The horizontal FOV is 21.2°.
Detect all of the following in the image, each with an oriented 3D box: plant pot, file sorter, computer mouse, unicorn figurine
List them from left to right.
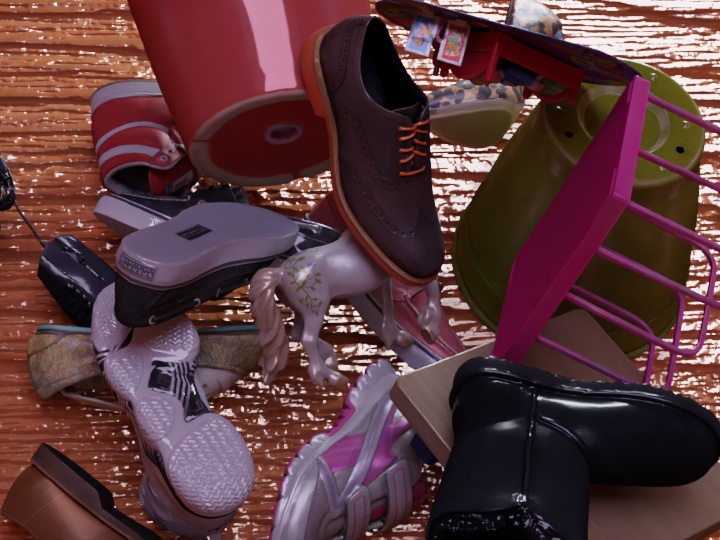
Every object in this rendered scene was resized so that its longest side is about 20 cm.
[{"bbox_3d":[-0.240,-0.031,1.482,0.200,0.034,0.059,51,43,-7],"label":"computer mouse"},{"bbox_3d":[-0.076,-0.175,1.491,0.200,0.201,0.178,-6,63,-14],"label":"plant pot"},{"bbox_3d":[0.000,0.000,1.431,0.200,0.074,0.138,-27,102,-40],"label":"unicorn figurine"},{"bbox_3d":[0.186,-0.059,1.527,0.199,0.193,0.201,4,54,-6],"label":"plant pot"},{"bbox_3d":[0.195,-0.003,1.367,0.125,0.200,0.139,25,42,-6],"label":"file sorter"}]

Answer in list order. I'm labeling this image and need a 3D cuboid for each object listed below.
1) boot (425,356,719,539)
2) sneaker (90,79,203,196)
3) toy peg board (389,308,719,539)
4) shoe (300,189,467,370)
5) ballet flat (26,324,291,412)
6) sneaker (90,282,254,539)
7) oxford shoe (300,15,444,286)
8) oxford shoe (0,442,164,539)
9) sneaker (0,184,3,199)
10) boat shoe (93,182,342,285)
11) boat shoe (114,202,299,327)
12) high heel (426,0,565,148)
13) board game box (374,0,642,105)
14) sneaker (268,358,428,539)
[{"bbox_3d":[0.145,0.147,1.279,0.199,0.077,0.168,14,39,-4],"label":"boot"},{"bbox_3d":[-0.121,-0.103,1.582,0.199,0.071,0.113,-4,51,-3],"label":"sneaker"},{"bbox_3d":[0.138,0.154,1.402,0.199,0.098,0.200,-18,58,-38],"label":"toy peg board"},{"bbox_3d":[0.037,0.000,1.512,0.091,0.071,0.200,-49,63,12],"label":"shoe"},{"bbox_3d":[-0.152,0.075,1.459,0.199,0.071,0.071,0,54,-10],"label":"ballet flat"},{"bbox_3d":[-0.143,0.109,1.395,0.075,0.115,0.200,-20,63,-22],"label":"sneaker"},{"bbox_3d":[0.020,-0.085,1.380,0.071,0.072,0.201,-26,96,-38],"label":"oxford shoe"},{"bbox_3d":[-0.171,0.211,1.363,0.200,0.071,0.071,37,85,17],"label":"oxford shoe"},{"bbox_3d":[-0.317,-0.066,1.514,0.074,0.089,0.201,-5,54,-11],"label":"sneaker"},{"bbox_3d":[-0.111,-0.036,1.515,0.199,0.072,0.068,17,77,16],"label":"boat shoe"},{"bbox_3d":[-0.115,-0.006,1.396,0.068,0.057,0.200,26,22,24],"label":"boat shoe"},{"bbox_3d":[0.102,-0.181,1.670,0.199,0.071,0.143,-6,61,-34],"label":"high heel"},{"bbox_3d":[0.101,-0.146,1.390,0.199,0.158,0.039,16,88,5],"label":"board game box"},{"bbox_3d":[0.001,0.155,1.410,0.088,0.081,0.200,29,56,14],"label":"sneaker"}]
